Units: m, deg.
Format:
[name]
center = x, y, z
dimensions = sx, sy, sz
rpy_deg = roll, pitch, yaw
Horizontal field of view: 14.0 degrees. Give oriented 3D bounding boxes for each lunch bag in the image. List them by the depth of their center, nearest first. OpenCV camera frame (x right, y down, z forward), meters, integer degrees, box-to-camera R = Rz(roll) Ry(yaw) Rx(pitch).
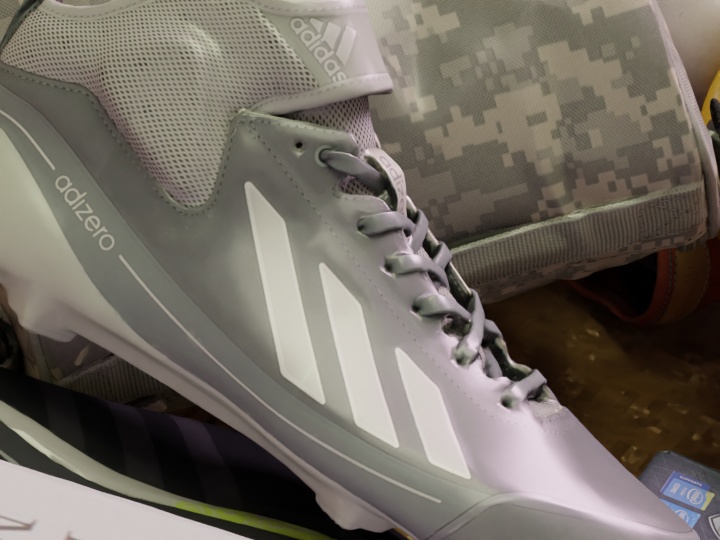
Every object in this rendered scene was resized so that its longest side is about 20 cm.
[lunch bag]
center = -0.016, -0.054, 0.766
dimensions = 0.200, 0.139, 0.168
rpy_deg = -16, 54, -2

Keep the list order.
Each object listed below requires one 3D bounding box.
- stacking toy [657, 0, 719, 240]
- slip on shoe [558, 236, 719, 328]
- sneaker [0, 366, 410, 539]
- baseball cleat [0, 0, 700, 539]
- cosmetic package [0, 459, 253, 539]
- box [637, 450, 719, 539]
[stacking toy]
center = 0.138, -0.024, 0.783
dimensions = 0.146, 0.146, 0.200
rpy_deg = -11, 39, -31
[slip on shoe]
center = 0.031, -0.048, 0.868
dimensions = 0.200, 0.074, 0.061
rpy_deg = 34, 42, 20
[sneaker]
center = -0.060, 0.066, 0.692
dimensions = 0.200, 0.072, 0.083
rpy_deg = 24, 16, 11
[baseball cleat]
center = 0.000, 0.000, 0.650
dimensions = 0.200, 0.107, 0.070
rpy_deg = 28, 8, 7
[cosmetic package]
center = -0.055, 0.148, 0.467
dimensions = 0.200, 0.165, 0.165
rpy_deg = 16, 35, 4
[box]
center = 0.097, 0.133, 0.642
dimensions = 0.158, 0.051, 0.200
rpy_deg = 25, 36, 15
